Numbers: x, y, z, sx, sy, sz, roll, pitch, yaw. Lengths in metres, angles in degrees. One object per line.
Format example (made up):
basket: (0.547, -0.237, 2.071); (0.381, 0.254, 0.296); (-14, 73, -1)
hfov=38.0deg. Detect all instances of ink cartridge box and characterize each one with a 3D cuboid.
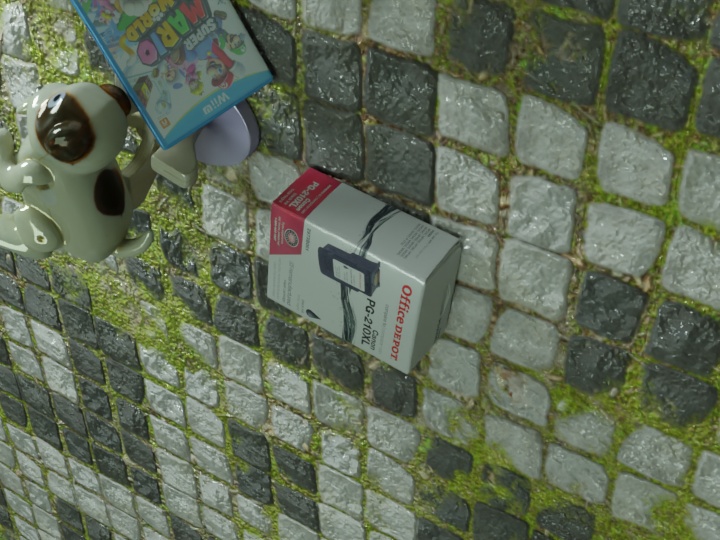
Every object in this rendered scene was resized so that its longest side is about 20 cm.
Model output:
ink cartridge box: (0.000, 0.000, 1.157); (0.198, 0.084, 0.146); (27, 136, 20)

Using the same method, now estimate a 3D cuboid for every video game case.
video game case: (-0.198, -0.249, 1.084); (0.202, 0.142, 0.018); (59, 167, -17)

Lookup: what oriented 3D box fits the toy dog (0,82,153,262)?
toy dog: (-0.307, -0.108, 1.109); (0.192, 0.139, 0.202); (34, 136, 14)

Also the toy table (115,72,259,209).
toy table: (-0.228, -0.168, 1.185); (0.198, 0.117, 0.186); (20, 133, 27)
